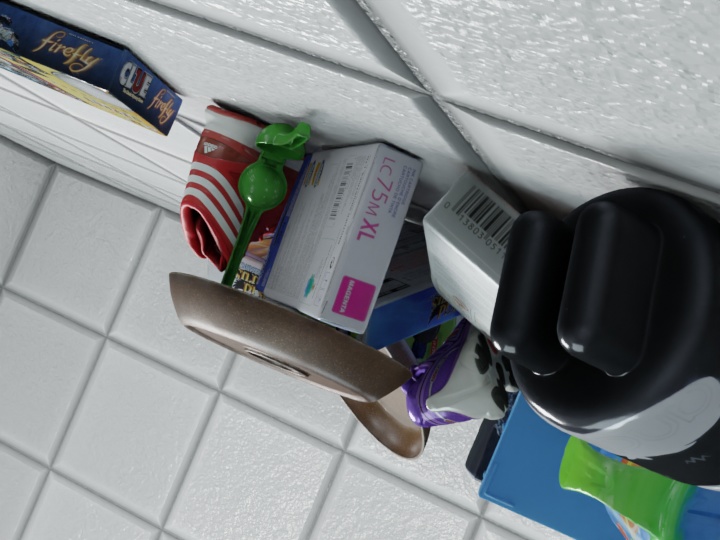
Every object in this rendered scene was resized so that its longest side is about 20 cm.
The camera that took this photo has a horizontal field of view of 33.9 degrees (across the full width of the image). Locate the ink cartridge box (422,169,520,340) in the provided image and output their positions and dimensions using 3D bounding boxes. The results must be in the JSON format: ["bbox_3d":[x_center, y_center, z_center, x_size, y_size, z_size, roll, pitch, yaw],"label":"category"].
[{"bbox_3d":[0.118,0.030,0.787,0.162,0.050,0.200,43,176,14],"label":"ink cartridge box"}]

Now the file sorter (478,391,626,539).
[{"bbox_3d":[0.202,0.123,1.039,0.138,0.202,0.123,23,-179,4],"label":"file sorter"}]

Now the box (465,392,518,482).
[{"bbox_3d":[0.231,0.146,1.168,0.195,0.202,0.117,22,177,2],"label":"box"}]

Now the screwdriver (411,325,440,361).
[{"bbox_3d":[0.052,0.096,1.128,0.028,0.202,0.029,6,-149,-8],"label":"screwdriver"}]

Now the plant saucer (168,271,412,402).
[{"bbox_3d":[-0.058,0.056,0.891,0.199,0.035,0.200,22,172,3],"label":"plant saucer"}]

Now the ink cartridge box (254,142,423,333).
[{"bbox_3d":[-0.021,-0.026,0.845,0.042,0.120,0.200,20,177,-19],"label":"ink cartridge box"}]

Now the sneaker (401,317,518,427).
[{"bbox_3d":[0.077,0.078,0.955,0.083,0.081,0.200,-20,180,15],"label":"sneaker"}]

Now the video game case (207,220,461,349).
[{"bbox_3d":[0.000,0.000,1.025,0.180,0.046,0.199,23,-154,35],"label":"video game case"}]

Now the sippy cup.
[{"bbox_3d":[0.215,0.139,0.727,0.178,0.139,0.130,52,173,-14],"label":"sippy cup"}]

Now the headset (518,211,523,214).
[{"bbox_3d":[0.133,0.030,0.857,0.123,0.094,0.200,27,166,28],"label":"headset"}]

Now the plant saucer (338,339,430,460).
[{"bbox_3d":[0.008,0.085,1.112,0.200,0.032,0.201,48,159,26],"label":"plant saucer"}]

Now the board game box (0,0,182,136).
[{"bbox_3d":[-0.248,-0.169,0.908,0.198,0.035,0.135,23,177,11],"label":"board game box"}]

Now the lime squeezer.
[{"bbox_3d":[-0.064,-0.060,0.854,0.037,0.071,0.200,5,145,-23],"label":"lime squeezer"}]

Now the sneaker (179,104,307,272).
[{"bbox_3d":[-0.086,-0.049,0.970,0.078,0.116,0.200,22,175,34],"label":"sneaker"}]

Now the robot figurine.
[{"bbox_3d":[0.154,0.034,0.582,0.199,0.125,0.151,25,-160,-35],"label":"robot figurine"}]

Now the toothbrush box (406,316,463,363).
[{"bbox_3d":[0.042,0.046,1.211,0.199,0.147,0.086,19,-159,39],"label":"toothbrush box"}]
